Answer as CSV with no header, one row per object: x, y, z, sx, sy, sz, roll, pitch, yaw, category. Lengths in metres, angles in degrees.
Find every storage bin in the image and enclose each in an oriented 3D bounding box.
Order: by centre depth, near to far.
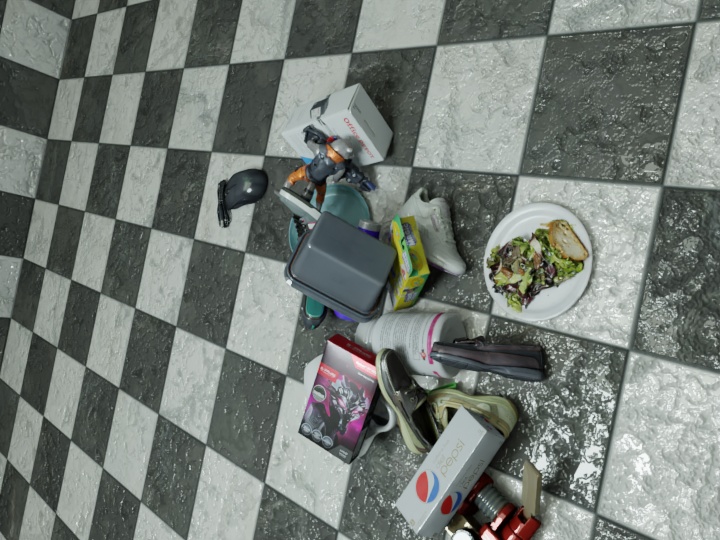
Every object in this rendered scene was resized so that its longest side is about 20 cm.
-0.025,-0.021,1.099,0.148,0.196,0.135,-65,6,-28,storage bin

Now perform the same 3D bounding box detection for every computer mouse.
-0.327,-0.208,1.575,0.196,0.052,0.143,-20,69,36,computer mouse

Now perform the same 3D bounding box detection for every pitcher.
-0.020,0.255,1.194,0.171,0.120,0.203,-42,67,28,pitcher

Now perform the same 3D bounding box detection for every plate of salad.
0.294,-0.017,1.016,0.196,0.047,0.208,-8,78,39,plate of salad

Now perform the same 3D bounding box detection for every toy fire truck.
0.219,0.382,0.975,0.202,0.128,0.176,-53,53,6,toy fire truck

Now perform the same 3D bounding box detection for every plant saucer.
-0.067,-0.092,1.316,0.194,0.027,0.207,-8,69,20,plant saucer

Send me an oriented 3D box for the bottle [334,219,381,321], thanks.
0.000,0.000,1.226,0.065,0.081,0.207,-140,61,-68,bottle

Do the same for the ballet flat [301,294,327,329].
-0.097,0.044,1.311,0.072,0.073,0.204,-29,39,33,ballet flat

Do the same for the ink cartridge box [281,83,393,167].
-0.049,-0.296,1.283,0.196,0.145,0.086,-6,50,39,ink cartridge box

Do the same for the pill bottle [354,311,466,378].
0.091,0.136,1.120,0.196,0.112,0.118,-2,81,39,pill bottle

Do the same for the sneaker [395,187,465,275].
0.144,-0.078,1.136,0.100,0.074,0.202,-51,55,22,sneaker

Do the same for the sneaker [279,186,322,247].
-0.114,-0.068,1.214,0.122,0.199,0.083,-51,30,0,sneaker

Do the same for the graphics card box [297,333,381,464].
-0.032,0.240,1.113,0.123,0.051,0.206,25,107,20,graphics card box

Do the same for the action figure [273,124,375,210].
-0.064,-0.190,1.243,0.194,0.197,0.106,-49,17,32,action figure

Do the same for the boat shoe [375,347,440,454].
0.090,0.226,1.044,0.064,0.073,0.205,-15,104,44,boat shoe

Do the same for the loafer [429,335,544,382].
0.213,0.139,1.002,0.193,0.072,0.065,12,75,0,loafer

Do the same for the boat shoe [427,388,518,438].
0.176,0.259,1.045,0.196,0.063,0.075,-1,114,36,boat shoe

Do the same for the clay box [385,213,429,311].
0.083,-0.015,1.117,0.201,0.046,0.118,106,152,-66,clay box

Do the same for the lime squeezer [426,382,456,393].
0.084,0.229,1.128,0.193,0.071,0.039,7,56,16,lime squeezer

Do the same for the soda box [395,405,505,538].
0.144,0.327,0.961,0.203,0.063,0.068,-58,40,6,soda box
